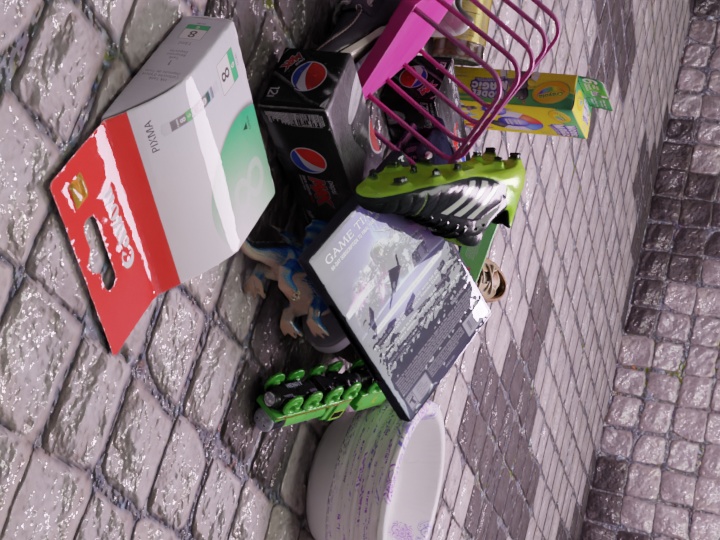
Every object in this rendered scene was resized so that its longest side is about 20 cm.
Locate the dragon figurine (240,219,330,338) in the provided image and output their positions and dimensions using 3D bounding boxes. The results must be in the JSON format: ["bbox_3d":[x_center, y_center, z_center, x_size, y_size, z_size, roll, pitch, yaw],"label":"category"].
[{"bbox_3d":[-0.051,-0.009,1.077,0.200,0.058,0.100,50,49,-38],"label":"dragon figurine"}]

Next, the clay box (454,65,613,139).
[{"bbox_3d":[0.197,-0.201,1.476,0.115,0.198,0.048,31,70,-67],"label":"clay box"}]

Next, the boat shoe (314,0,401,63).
[{"bbox_3d":[-0.005,-0.236,1.157,0.063,0.073,0.200,49,42,-6],"label":"boat shoe"}]

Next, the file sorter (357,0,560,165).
[{"bbox_3d":[0.092,-0.199,1.177,0.139,0.125,0.200,-53,177,37],"label":"file sorter"}]

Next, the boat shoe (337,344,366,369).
[{"bbox_3d":[0.034,0.021,1.315,0.201,0.073,0.075,-59,148,-34],"label":"boat shoe"}]

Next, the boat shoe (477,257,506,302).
[{"bbox_3d":[0.145,0.004,1.598,0.200,0.073,0.076,14,85,-70],"label":"boat shoe"}]

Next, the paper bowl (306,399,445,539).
[{"bbox_3d":[0.013,0.227,1.293,0.200,0.103,0.203,8,90,-70],"label":"paper bowl"}]

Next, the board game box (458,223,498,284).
[{"bbox_3d":[0.092,0.025,1.244,0.135,0.029,0.202,107,5,-79],"label":"board game box"}]

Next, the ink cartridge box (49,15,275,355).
[{"bbox_3d":[-0.132,-0.060,0.877,0.201,0.050,0.162,-65,154,-42],"label":"ink cartridge box"}]

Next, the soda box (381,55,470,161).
[{"bbox_3d":[0.079,-0.145,1.379,0.201,0.063,0.071,72,34,-49],"label":"soda box"}]

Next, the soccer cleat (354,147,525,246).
[{"bbox_3d":[0.075,-0.058,1.073,0.199,0.067,0.082,-11,112,-43],"label":"soccer cleat"}]

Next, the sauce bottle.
[{"bbox_3d":[0.126,-0.341,1.425,0.065,0.064,0.202,12,86,-69],"label":"sauce bottle"}]

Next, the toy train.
[{"bbox_3d":[-0.031,0.118,1.171,0.199,0.042,0.057,-7,138,-53],"label":"toy train"}]

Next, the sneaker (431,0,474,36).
[{"bbox_3d":[0.096,-0.344,1.304,0.076,0.091,0.202,-10,107,-69],"label":"sneaker"}]

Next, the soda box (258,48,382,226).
[{"bbox_3d":[-0.026,-0.103,1.097,0.201,0.063,0.071,71,34,-53],"label":"soda box"}]

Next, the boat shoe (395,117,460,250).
[{"bbox_3d":[0.056,-0.071,1.207,0.093,0.074,0.201,64,25,-27],"label":"boat shoe"}]

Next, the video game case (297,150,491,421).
[{"bbox_3d":[0.037,0.016,1.100,0.143,0.019,0.201,-49,124,-27],"label":"video game case"}]

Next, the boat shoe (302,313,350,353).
[{"bbox_3d":[0.000,0.000,1.213,0.066,0.073,0.201,61,43,-52],"label":"boat shoe"}]
